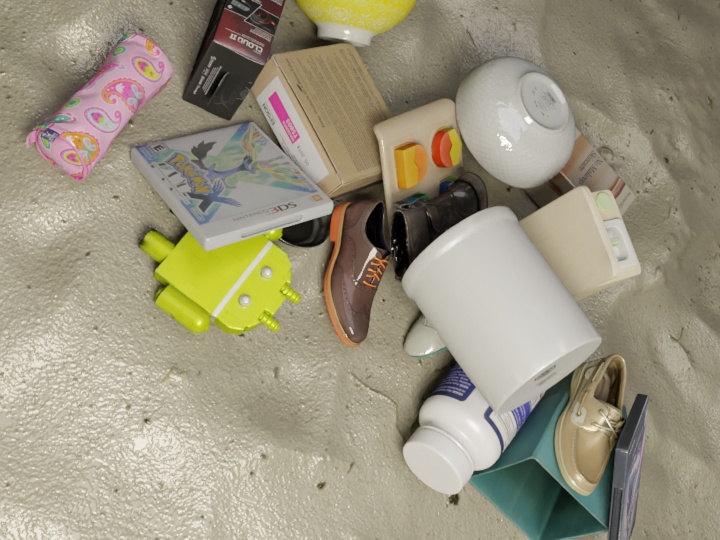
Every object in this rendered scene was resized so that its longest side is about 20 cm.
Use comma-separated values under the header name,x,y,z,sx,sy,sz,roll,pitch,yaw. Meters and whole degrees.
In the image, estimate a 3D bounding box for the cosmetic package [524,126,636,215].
name,x,y,z,sx,sy,sz,roll,pitch,yaw
cosmetic package,0.330,-0.149,1.412,0.200,0.087,0.103,46,56,-6

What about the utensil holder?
name,x,y,z,sx,sy,sz,roll,pitch,yaw
utensil holder,0.174,0.050,1.090,0.169,0.170,0.200,-19,64,-33

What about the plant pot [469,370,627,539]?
name,x,y,z,sx,sy,sz,roll,pitch,yaw
plant pot,0.275,0.241,1.207,0.141,0.141,0.200,44,52,-7

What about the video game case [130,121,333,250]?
name,x,y,z,sx,sy,sz,roll,pitch,yaw
video game case,-0.162,-0.113,1.108,0.182,0.022,0.200,-19,49,-33

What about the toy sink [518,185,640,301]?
name,x,y,z,sx,sy,sz,roll,pitch,yaw
toy sink,0.306,-0.032,1.239,0.112,0.200,0.131,-13,77,-30

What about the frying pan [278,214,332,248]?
name,x,y,z,sx,sy,sz,roll,pitch,yaw
frying pan,-0.091,-0.110,1.199,0.115,0.031,0.191,16,54,-29

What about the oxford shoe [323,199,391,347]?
name,x,y,z,sx,sy,sz,roll,pitch,yaw
oxford shoe,0.000,0.000,1.169,0.071,0.072,0.201,16,69,-51

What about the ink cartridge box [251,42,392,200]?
name,x,y,z,sx,sy,sz,roll,pitch,yaw
ink cartridge box,-0.038,-0.206,1.224,0.164,0.075,0.201,-23,83,-44

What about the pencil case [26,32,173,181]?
name,x,y,z,sx,sy,sz,roll,pitch,yaw
pencil case,-0.316,-0.203,1.081,0.087,0.087,0.200,38,59,-11

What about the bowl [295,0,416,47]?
name,x,y,z,sx,sy,sz,roll,pitch,yaw
bowl,-0.015,-0.385,1.278,0.199,0.200,0.108,6,100,-27

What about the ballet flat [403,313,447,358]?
name,x,y,z,sx,sy,sz,roll,pitch,yaw
ballet flat,0.141,0.051,1.224,0.199,0.069,0.070,-25,84,-18

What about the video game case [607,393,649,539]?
name,x,y,z,sx,sy,sz,roll,pitch,yaw
video game case,0.339,0.278,1.126,0.143,0.019,0.201,-38,131,-56

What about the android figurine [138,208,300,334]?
name,x,y,z,sx,sy,sz,roll,pitch,yaw
android figurine,-0.168,-0.004,1.093,0.200,0.041,0.182,38,67,0

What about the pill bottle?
name,x,y,z,sx,sy,sz,roll,pitch,yaw
pill bottle,0.147,0.190,1.164,0.120,0.120,0.200,49,57,-4

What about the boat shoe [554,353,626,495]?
name,x,y,z,sx,sy,sz,roll,pitch,yaw
boat shoe,0.299,0.189,1.121,0.072,0.065,0.200,37,48,-13

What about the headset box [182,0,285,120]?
name,x,y,z,sx,sy,sz,roll,pitch,yaw
headset box,-0.162,-0.308,1.166,0.075,0.149,0.201,22,63,-18

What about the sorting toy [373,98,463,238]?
name,x,y,z,sx,sy,sz,roll,pitch,yaw
sorting toy,0.098,-0.127,1.244,0.185,0.036,0.201,-29,115,-44

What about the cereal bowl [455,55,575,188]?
name,x,y,z,sx,sy,sz,roll,pitch,yaw
cereal bowl,0.239,-0.227,1.285,0.199,0.083,0.201,12,65,-27

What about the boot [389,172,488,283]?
name,x,y,z,sx,sy,sz,roll,pitch,yaw
boot,0.106,-0.028,1.212,0.174,0.069,0.201,-33,123,-37
